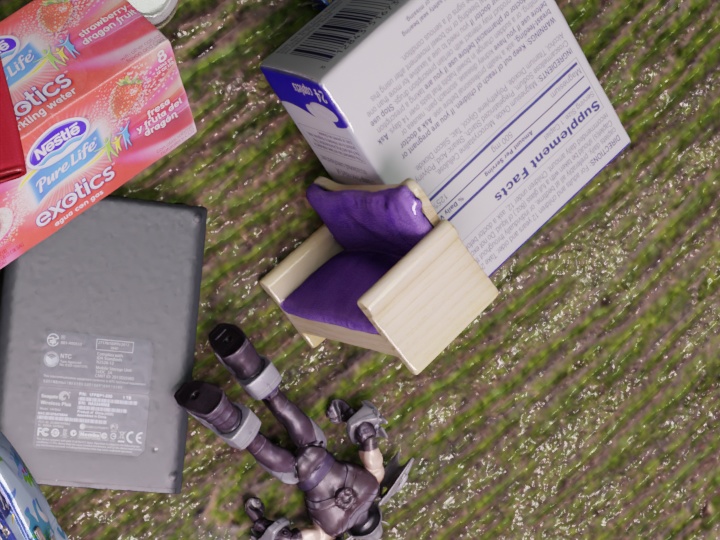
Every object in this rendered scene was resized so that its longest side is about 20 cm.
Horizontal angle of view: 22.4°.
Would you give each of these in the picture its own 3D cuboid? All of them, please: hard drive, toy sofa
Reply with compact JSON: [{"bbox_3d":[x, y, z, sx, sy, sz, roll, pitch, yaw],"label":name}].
[{"bbox_3d":[-0.183,0.048,1.255,0.138,0.033,0.203,7,87,-19],"label":"hard drive"},{"bbox_3d":[0.000,0.000,1.234,0.083,0.200,0.098,-42,108,-15],"label":"toy sofa"}]

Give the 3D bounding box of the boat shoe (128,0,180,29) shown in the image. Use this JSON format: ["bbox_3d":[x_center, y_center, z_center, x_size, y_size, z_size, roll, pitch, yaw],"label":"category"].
[{"bbox_3d":[-0.142,-0.270,1.260,0.074,0.068,0.203,5,87,-19],"label":"boat shoe"}]

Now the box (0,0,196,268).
[{"bbox_3d":[-0.221,-0.094,1.194,0.199,0.095,0.103,-36,57,-16],"label":"box"}]

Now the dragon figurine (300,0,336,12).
[{"bbox_3d":[-0.055,-0.270,1.296,0.200,0.059,0.100,45,75,-14],"label":"dragon figurine"}]

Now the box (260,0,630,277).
[{"bbox_3d":[0.062,-0.117,1.285,0.184,0.105,0.201,-42,117,-16],"label":"box"}]

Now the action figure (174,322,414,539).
[{"bbox_3d":[-0.043,0.130,1.286,0.200,0.069,0.130,49,67,-27],"label":"action figure"}]

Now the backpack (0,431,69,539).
[{"bbox_3d":[-0.269,0.214,1.154,0.182,0.147,0.201,-32,107,-1],"label":"backpack"}]

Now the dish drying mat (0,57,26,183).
[{"bbox_3d":[-0.264,-0.129,1.149,0.076,0.018,0.202,-17,60,-3],"label":"dish drying mat"}]
